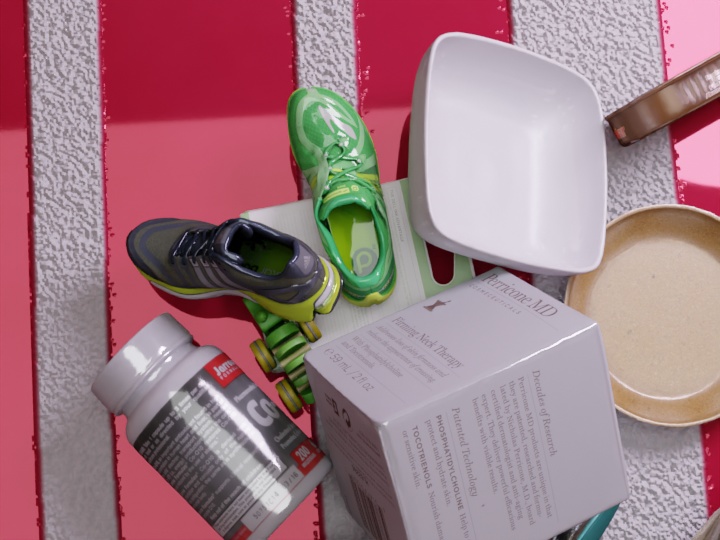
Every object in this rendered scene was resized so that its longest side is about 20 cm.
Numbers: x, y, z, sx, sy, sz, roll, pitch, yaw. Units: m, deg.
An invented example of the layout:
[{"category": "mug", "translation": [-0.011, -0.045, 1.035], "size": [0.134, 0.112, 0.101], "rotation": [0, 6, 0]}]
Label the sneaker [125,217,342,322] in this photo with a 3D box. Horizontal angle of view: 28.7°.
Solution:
[{"category": "sneaker", "translation": [-0.114, -0.017, 1.188], "size": [0.197, 0.081, 0.075], "rotation": [9, 64, 21]}]

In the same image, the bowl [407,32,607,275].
[{"category": "bowl", "translation": [0.123, -0.094, 1.248], "size": [0.198, 0.074, 0.203], "rotation": [12, 70, -27]}]

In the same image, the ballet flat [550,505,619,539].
[{"category": "ballet flat", "translation": [0.162, 0.258, 1.236], "size": [0.071, 0.072, 0.202], "rotation": [29, 81, 2]}]

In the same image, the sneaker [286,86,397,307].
[{"category": "sneaker", "translation": [-0.011, -0.071, 1.219], "size": [0.073, 0.084, 0.203], "rotation": [-19, 81, -3]}]

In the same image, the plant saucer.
[{"category": "plant saucer", "translation": [0.280, 0.042, 1.284], "size": [0.197, 0.035, 0.204], "rotation": [0, 81, -3]}]

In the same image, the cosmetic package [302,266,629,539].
[{"category": "cosmetic package", "translation": [0.086, 0.127, 1.156], "size": [0.198, 0.167, 0.168], "rotation": [-23, 114, -17]}]

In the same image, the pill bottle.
[{"category": "pill bottle", "translation": [-0.130, 0.139, 1.216], "size": [0.200, 0.114, 0.114], "rotation": [44, 83, 4]}]

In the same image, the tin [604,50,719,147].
[{"category": "tin", "translation": [0.316, -0.172, 1.280], "size": [0.198, 0.112, 0.042], "rotation": [-29, 93, -5]}]

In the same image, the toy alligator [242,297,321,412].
[{"category": "toy alligator", "translation": [-0.069, 0.053, 1.217], "size": [0.059, 0.054, 0.201], "rotation": [-33, 84, -4]}]

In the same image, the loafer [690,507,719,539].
[{"category": "loafer", "translation": [0.314, 0.264, 1.238], "size": [0.076, 0.068, 0.200], "rotation": [45, 66, -7]}]

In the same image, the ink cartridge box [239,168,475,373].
[{"category": "ink cartridge box", "translation": [0.000, 0.000, 1.274], "size": [0.197, 0.048, 0.148], "rotation": [-12, 82, -4]}]
